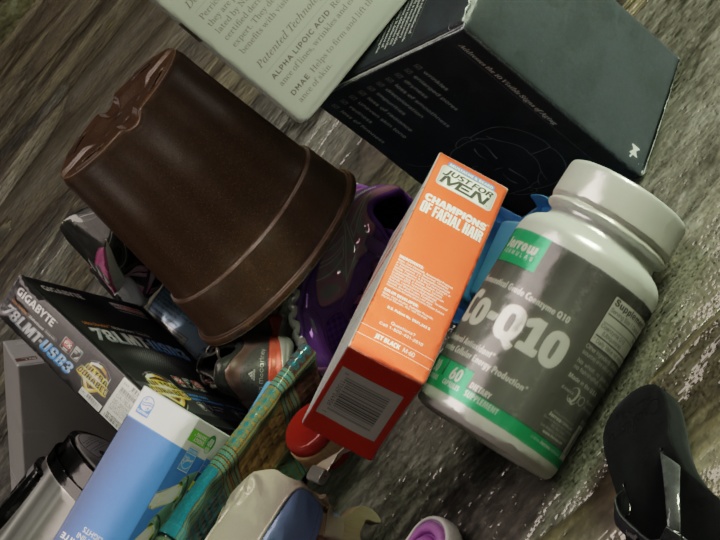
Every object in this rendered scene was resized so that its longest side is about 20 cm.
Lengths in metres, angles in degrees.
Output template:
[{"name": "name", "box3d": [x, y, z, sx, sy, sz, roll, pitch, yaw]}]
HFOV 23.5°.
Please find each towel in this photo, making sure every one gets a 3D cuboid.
[{"name": "towel", "box3d": [-0.088, 0.170, 1.386, 0.022, 0.147, 0.200, 27, 63, 22]}]

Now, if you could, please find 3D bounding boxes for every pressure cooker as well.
[{"name": "pressure cooker", "box3d": [-0.223, 0.237, 1.522, 0.201, 0.178, 0.176, -54, 40, 4]}]

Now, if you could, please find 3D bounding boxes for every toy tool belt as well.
[{"name": "toy tool belt", "box3d": [-0.047, 0.213, 1.314, 0.124, 0.123, 0.201, 12, 63, 51]}]

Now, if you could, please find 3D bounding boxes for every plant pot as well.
[{"name": "plant pot", "box3d": [-0.140, -0.074, 1.511, 0.200, 0.198, 0.201, -40, 21, 19]}]

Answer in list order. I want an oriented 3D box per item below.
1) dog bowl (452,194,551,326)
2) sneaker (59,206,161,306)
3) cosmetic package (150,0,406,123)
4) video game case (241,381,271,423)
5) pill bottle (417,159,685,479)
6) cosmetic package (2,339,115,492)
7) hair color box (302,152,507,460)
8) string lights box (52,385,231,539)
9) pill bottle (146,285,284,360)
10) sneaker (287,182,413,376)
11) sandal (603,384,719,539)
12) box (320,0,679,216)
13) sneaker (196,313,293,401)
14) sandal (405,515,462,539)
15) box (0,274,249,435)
[{"name": "dog bowl", "box3d": [0.108, -0.001, 1.358, 0.200, 0.049, 0.112, 8, 71, 63]}, {"name": "sneaker", "box3d": [-0.220, -0.027, 1.636, 0.086, 0.080, 0.200, -43, -11, -9]}, {"name": "cosmetic package", "box3d": [-0.082, -0.255, 1.359, 0.165, 0.200, 0.165, -50, 24, 7]}, {"name": "video game case", "box3d": [-0.108, 0.193, 1.445, 0.201, 0.018, 0.143, -59, -17, -6]}, {"name": "pill bottle", "box3d": [0.135, 0.032, 1.203, 0.201, 0.113, 0.113, -58, 26, -5]}, {"name": "cosmetic package", "box3d": [-0.285, 0.166, 1.677, 0.090, 0.106, 0.202, -152, 60, -65]}, {"name": "hair color box", "box3d": [0.034, 0.025, 1.254, 0.201, 0.064, 0.111, -65, 3, -39]}, {"name": "string lights box", "box3d": [-0.177, 0.199, 1.330, 0.059, 0.103, 0.201, 27, 83, 24]}, {"name": "pill bottle", "box3d": [-0.140, 0.034, 1.685, 0.201, 0.108, 0.109, -56, 26, -1]}, {"name": "sneaker", "box3d": [0.000, 0.000, 1.530, 0.088, 0.080, 0.202, -10, 52, 35]}, {"name": "sandal", "box3d": [0.182, 0.142, 1.073, 0.076, 0.043, 0.201, -47, 27, 18]}, {"name": "box", "box3d": [0.106, -0.151, 1.370, 0.196, 0.199, 0.125, -15, 45, 53]}, {"name": "sneaker", "box3d": [-0.106, 0.076, 1.551, 0.200, 0.081, 0.078, -176, 89, -83]}, {"name": "sandal", "box3d": [0.001, 0.261, 1.239, 0.204, 0.050, 0.082, -60, 26, -9]}, {"name": "box", "box3d": [-0.194, 0.092, 1.519, 0.198, 0.200, 0.050, 42, 98, 25]}]
